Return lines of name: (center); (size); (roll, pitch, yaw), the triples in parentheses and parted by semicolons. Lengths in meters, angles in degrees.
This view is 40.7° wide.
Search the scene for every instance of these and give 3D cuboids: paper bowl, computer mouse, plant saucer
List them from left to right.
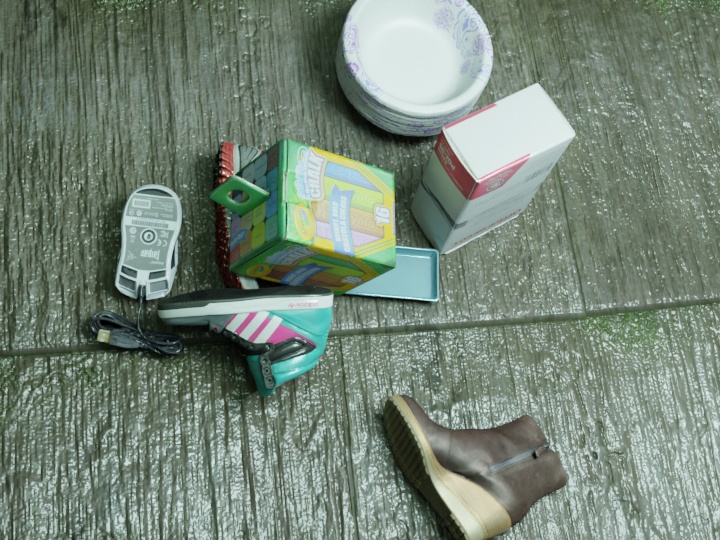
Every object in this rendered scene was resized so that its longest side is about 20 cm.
computer mouse: (-0.251, -0.002, 1.149); (0.109, 0.044, 0.202); (8, 75, -4)
plant saucer: (0.000, 0.000, 1.211); (0.198, 0.019, 0.070); (5, 69, -10)
paper bowl: (0.066, -0.271, 1.276); (0.199, 0.104, 0.202); (4, 70, -11)

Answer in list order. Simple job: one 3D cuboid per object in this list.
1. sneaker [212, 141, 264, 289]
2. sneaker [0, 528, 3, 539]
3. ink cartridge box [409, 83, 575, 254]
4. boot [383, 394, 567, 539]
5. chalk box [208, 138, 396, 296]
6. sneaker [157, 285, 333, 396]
sneaker: (-0.133, -0.063, 1.175); (0.081, 0.078, 0.202); (2, 72, -16)
sneaker: (-0.413, 0.311, 0.981); (0.105, 0.075, 0.201); (-13, 74, -18)
ink cartridge box: (0.154, -0.118, 1.187); (0.146, 0.200, 0.083); (-27, 74, -19)
boot: (0.135, 0.209, 1.148); (0.166, 0.072, 0.201); (-25, 75, -31)
chalk box: (-0.073, -0.060, 1.104); (0.199, 0.124, 0.125); (13, 67, -33)
sneaker: (-0.129, 0.083, 1.110); (0.198, 0.084, 0.122); (-1, 100, -3)
